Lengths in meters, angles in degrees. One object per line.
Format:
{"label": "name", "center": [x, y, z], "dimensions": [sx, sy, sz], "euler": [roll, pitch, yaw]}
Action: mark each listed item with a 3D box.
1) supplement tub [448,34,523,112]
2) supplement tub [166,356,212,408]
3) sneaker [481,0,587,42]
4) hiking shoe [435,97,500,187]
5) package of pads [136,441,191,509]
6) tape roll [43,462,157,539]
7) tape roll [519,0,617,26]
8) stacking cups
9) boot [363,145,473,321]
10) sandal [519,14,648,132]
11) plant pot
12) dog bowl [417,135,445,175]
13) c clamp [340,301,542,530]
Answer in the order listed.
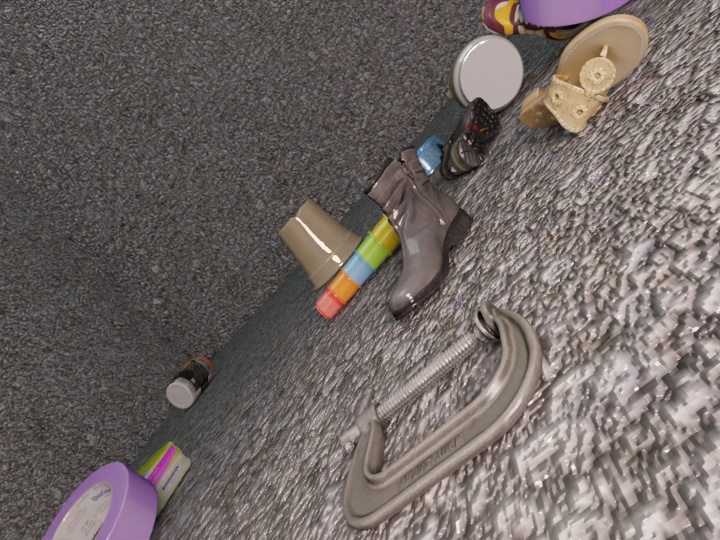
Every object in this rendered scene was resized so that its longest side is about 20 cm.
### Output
{"label": "supplement tub", "center": [0.258, -0.403, 1.102], "dimensions": [0.145, 0.145, 0.201], "euler": [-43, 9, 17]}
{"label": "supplement tub", "center": [-0.670, 0.437, 2.100], "dimensions": [0.122, 0.123, 0.201], "euler": [-42, 9, 24]}
{"label": "sneaker", "center": [0.326, -0.478, 0.992], "dimensions": [0.090, 0.191, 0.078], "euler": [-124, 37, -74]}
{"label": "hiking shoe", "center": [0.182, -0.231, 0.943], "dimensions": [0.100, 0.076, 0.202], "euler": [-33, 17, 46]}
{"label": "package of pads", "center": [-0.422, 0.438, 1.012], "dimensions": [0.199, 0.068, 0.155], "euler": [-43, 10, 24]}
{"label": "tape roll", "center": [-0.409, 0.410, 0.819], "dimensions": [0.196, 0.066, 0.204], "euler": [-29, 33, 20]}
{"label": "tape roll", "center": [0.364, -0.492, 0.888], "dimensions": [0.193, 0.067, 0.205], "euler": [-15, 43, 14]}
{"label": "stacking cups", "center": [0.000, 0.000, 0.930], "dimensions": [0.202, 0.060, 0.061], "euler": [-52, 7, 8]}
{"label": "boot", "center": [0.047, -0.048, 0.609], "dimensions": [0.069, 0.132, 0.202], "euler": [-36, 13, 42]}
{"label": "sandal", "center": [0.230, -0.179, 0.572], "dimensions": [0.212, 0.075, 0.073], "euler": [141, 140, -81]}
{"label": "plant pot", "center": [-0.123, -0.084, 1.465], "dimensions": [0.201, 0.183, 0.201], "euler": [-45, 8, 8]}
{"label": "dog bowl", "center": [0.166, -0.283, 1.355], "dimensions": [0.111, 0.049, 0.201], "euler": [-43, 10, 30]}
{"label": "c clamp", "center": [0.043, 0.087, 0.370], "dimensions": [0.199, 0.027, 0.172], "euler": [-44, 9, 30]}
